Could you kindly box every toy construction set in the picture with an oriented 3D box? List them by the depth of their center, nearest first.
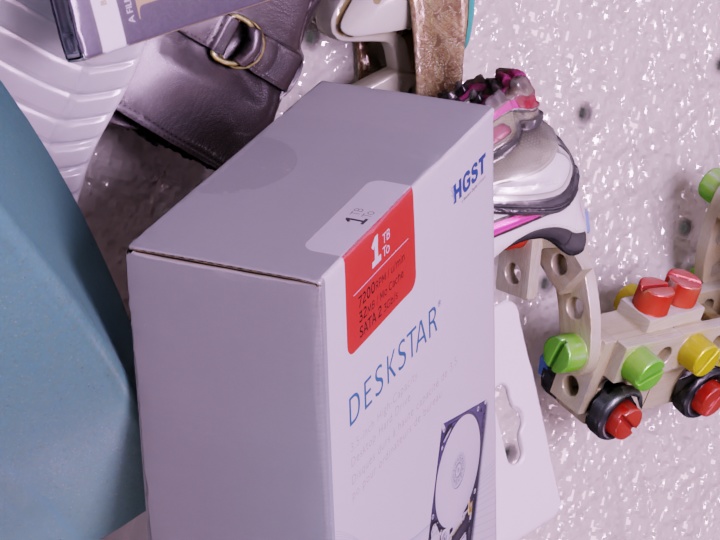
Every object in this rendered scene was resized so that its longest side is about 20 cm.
[{"bbox_3d":[0.145,0.006,1.150,0.200,0.092,0.131,1,123,-29],"label":"toy construction set"}]

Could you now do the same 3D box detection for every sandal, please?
[{"bbox_3d":[-0.137,-0.062,0.938,0.082,0.050,0.203,11,114,-18],"label":"sandal"}]

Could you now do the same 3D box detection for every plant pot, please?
[{"bbox_3d":[-0.159,0.016,0.871,0.141,0.141,0.200,-33,128,7],"label":"plant pot"}]

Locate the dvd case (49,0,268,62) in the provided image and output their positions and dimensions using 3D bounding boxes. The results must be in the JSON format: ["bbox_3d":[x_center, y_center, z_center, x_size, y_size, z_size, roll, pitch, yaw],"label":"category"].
[{"bbox_3d":[-0.048,-0.175,0.913,0.200,0.016,0.149,-23,105,-38],"label":"dvd case"}]

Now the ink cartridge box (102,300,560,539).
[{"bbox_3d":[-0.015,0.094,1.060,0.200,0.068,0.115,-26,114,-30],"label":"ink cartridge box"}]

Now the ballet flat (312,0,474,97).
[{"bbox_3d":[0.013,-0.088,1.051,0.065,0.070,0.201,-9,101,-27],"label":"ballet flat"}]

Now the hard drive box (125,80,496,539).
[{"bbox_3d":[-0.012,0.053,0.904,0.156,0.077,0.200,-46,140,-52],"label":"hard drive box"}]

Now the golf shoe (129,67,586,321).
[{"bbox_3d":[0.000,0.000,1.009,0.200,0.073,0.092,-28,105,4],"label":"golf shoe"}]

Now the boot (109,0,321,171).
[{"bbox_3d":[-0.077,-0.141,0.973,0.200,0.069,0.174,34,88,-24],"label":"boot"}]
